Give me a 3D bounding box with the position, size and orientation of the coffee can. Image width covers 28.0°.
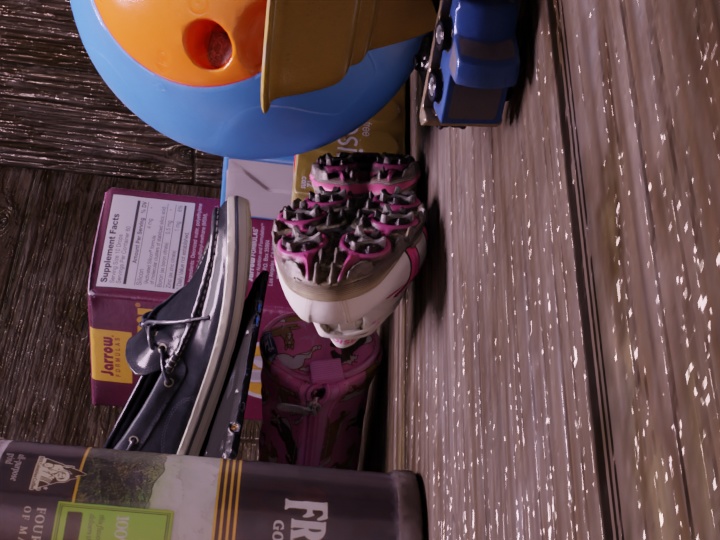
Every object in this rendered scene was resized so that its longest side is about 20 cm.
[{"bbox_3d":[-0.078,0.159,0.663,0.146,0.197,0.149,-175,90,-86],"label":"coffee can"}]

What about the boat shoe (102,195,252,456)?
[{"bbox_3d":[-0.111,0.047,0.878,0.075,0.061,0.202,-97,26,-69],"label":"boat shoe"}]

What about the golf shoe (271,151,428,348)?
[{"bbox_3d":[0.000,0.000,0.726,0.200,0.071,0.094,-63,-25,-73],"label":"golf shoe"}]

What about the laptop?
[{"bbox_3d":[-0.051,0.140,0.878,0.178,0.102,0.202,119,163,-51],"label":"laptop"}]

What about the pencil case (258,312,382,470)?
[{"bbox_3d":[-0.034,0.126,0.946,0.082,0.086,0.202,32,128,35],"label":"pencil case"}]

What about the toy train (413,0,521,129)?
[{"bbox_3d":[0.048,-0.125,0.452,0.046,0.034,0.202,-109,22,-48],"label":"toy train"}]

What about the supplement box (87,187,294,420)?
[{"bbox_3d":[-0.092,0.029,1.045,0.132,0.197,0.104,99,175,-48],"label":"supplement box"}]

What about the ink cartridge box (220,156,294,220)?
[{"bbox_3d":[-0.036,-0.134,1.052,0.068,0.114,0.202,103,171,-53],"label":"ink cartridge box"}]

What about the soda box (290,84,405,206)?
[{"bbox_3d":[-0.007,-0.091,0.917,0.065,0.067,0.202,100,174,-47],"label":"soda box"}]

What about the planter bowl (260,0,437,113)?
[{"bbox_3d":[0.016,-0.155,0.542,0.200,0.082,0.204,-172,90,-87],"label":"planter bowl"}]

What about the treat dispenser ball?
[{"bbox_3d":[-0.056,-0.160,0.762,0.201,0.198,0.204,-174,90,-86],"label":"treat dispenser ball"}]
